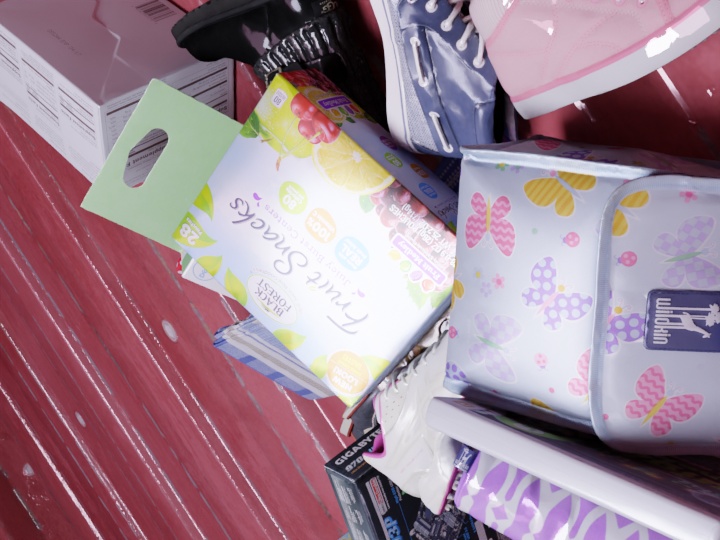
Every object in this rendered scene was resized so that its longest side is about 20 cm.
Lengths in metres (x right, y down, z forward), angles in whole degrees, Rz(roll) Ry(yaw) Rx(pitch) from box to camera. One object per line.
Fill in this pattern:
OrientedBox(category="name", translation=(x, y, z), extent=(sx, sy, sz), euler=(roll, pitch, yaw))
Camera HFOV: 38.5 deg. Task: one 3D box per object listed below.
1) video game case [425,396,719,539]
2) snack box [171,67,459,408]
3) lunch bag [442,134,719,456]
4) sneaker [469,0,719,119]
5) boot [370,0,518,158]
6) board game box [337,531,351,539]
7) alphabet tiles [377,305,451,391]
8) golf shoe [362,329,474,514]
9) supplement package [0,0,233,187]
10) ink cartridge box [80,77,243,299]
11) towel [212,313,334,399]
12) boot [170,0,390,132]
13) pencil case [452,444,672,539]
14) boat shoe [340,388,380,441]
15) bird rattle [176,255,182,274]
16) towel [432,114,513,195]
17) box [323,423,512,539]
OrientedBox(category="video game case", translation=(0.171, 0.120, 0.643), extent=(0.200, 0.182, 0.023), euler=(19, 97, 43))
OrientedBox(category="snack box", translation=(-0.021, -0.025, 0.784), extent=(0.200, 0.068, 0.169), euler=(44, 118, 9))
OrientedBox(category="lunch bag", translation=(0.158, 0.010, 0.627), extent=(0.200, 0.127, 0.170), euler=(15, 109, 35))
OrientedBox(category="sneaker", translation=(0.133, -0.160, 0.594), extent=(0.105, 0.075, 0.200), euler=(58, 153, -10))
OrientedBox(category="boot", translation=(0.062, -0.169, 0.702), extent=(0.090, 0.073, 0.200), euler=(16, 132, 36))
OrientedBox(category="board game box", translation=(0.083, 0.329, 1.068), extent=(0.200, 0.103, 0.105), euler=(17, 131, 46))
OrientedBox(category="alphabet tiles", translation=(0.000, 0.000, 0.824), extent=(0.166, 0.006, 0.200), euler=(-37, 87, 29))
OrientedBox(category="golf shoe", translation=(0.054, 0.092, 0.783), extent=(0.091, 0.075, 0.200), euler=(22, 118, 19))
OrientedBox(category="supplement package", translation=(-0.245, -0.193, 1.014), extent=(0.200, 0.156, 0.111), euler=(39, 143, 28))
OrientedBox(category="ink cartridge box", translation=(-0.123, -0.058, 0.902), extent=(0.146, 0.200, 0.048), euler=(-54, 28, 23))
OrientedBox(category="towel", translation=(-0.066, 0.087, 1.092), extent=(0.147, 0.024, 0.200), euler=(33, 154, -16))
OrientedBox(category="boot", translation=(-0.070, -0.164, 0.871), extent=(0.211, 0.079, 0.158), euler=(-2, 116, 54))
OrientedBox(category="pencil case", translation=(0.164, 0.176, 0.739), extent=(0.200, 0.086, 0.084), euler=(28, 175, 15))
OrientedBox(category="boat shoe", translation=(0.022, 0.135, 0.993), extent=(0.063, 0.071, 0.200), euler=(32, 159, 8))
OrientedBox(category="bird rattle", translation=(-0.111, -0.002, 1.059), extent=(0.163, 0.113, 0.200), euler=(41, 152, -6))
OrientedBox(category="towel", translation=(0.110, -0.004, 0.773), extent=(0.200, 0.024, 0.145), euler=(58, 141, 17))
OrientedBox(category="box", translation=(0.066, 0.221, 0.944), extent=(0.046, 0.159, 0.200), euler=(13, 128, 51))
